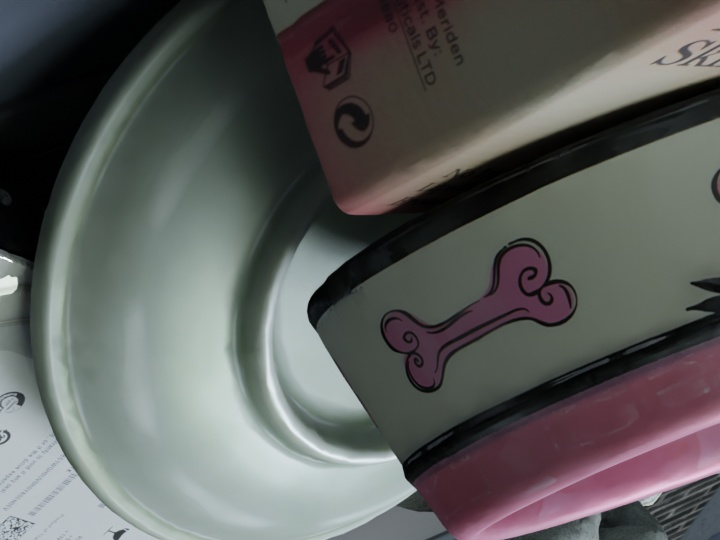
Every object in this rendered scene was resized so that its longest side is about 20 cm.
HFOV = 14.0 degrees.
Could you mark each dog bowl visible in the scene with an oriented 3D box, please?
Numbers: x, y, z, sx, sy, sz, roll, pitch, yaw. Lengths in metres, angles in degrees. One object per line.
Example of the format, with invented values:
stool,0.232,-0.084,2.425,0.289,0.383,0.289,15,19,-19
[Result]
dog bowl,0.090,0.010,0.764,0.200,0.074,0.200,-19,170,-3

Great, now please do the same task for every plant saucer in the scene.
plant saucer,0.000,0.000,0.856,0.200,0.050,0.201,-18,122,-31

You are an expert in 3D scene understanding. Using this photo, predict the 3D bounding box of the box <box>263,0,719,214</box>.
box,0.085,-0.100,0.690,0.200,0.109,0.128,-27,166,40

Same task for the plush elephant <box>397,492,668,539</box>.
plush elephant,0.069,0.100,1.185,0.200,0.155,0.165,-28,150,8

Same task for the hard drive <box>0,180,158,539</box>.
hard drive,-0.093,0.051,0.902,0.140,0.038,0.200,-42,139,23
